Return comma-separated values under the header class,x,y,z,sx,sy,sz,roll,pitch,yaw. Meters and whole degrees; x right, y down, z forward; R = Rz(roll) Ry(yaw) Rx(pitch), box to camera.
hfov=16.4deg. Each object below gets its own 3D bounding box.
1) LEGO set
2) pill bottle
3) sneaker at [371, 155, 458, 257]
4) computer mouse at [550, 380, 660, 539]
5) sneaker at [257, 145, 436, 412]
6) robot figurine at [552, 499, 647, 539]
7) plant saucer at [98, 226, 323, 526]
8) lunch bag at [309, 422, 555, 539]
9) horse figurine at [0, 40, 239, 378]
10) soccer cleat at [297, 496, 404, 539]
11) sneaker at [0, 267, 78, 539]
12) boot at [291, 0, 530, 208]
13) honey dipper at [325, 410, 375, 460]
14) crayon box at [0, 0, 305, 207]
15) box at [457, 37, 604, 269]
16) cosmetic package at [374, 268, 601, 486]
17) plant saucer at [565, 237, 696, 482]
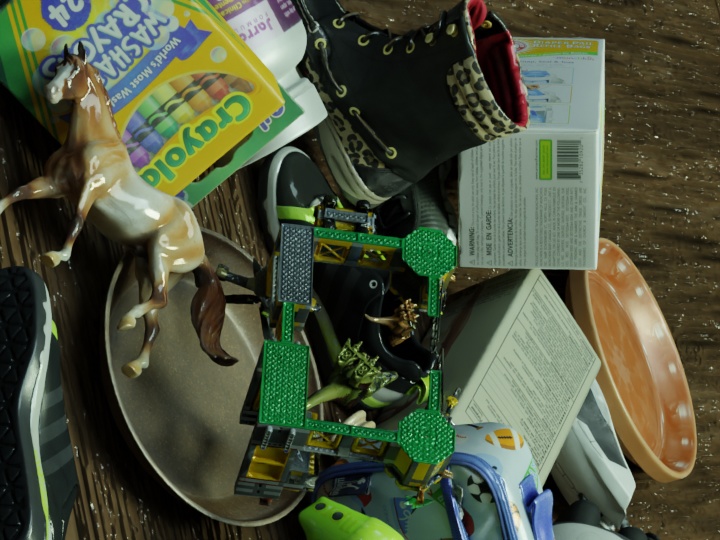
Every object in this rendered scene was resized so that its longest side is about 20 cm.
class,x,y,z,sx,sy,sz,roll,pitch,yaw
LEGO set,-0.012,0.067,1.571,0.153,0.116,0.201,1,59,-13
pill bottle,-0.104,-0.171,1.661,0.201,0.112,0.112,60,36,-8
sneaker,0.025,-0.066,1.817,0.090,0.066,0.201,39,40,-30
computer mouse,0.171,0.163,1.873,0.044,0.110,0.201,-11,66,-25
sneaker,0.000,0.000,1.728,0.072,0.083,0.201,-23,90,-55
robot figurine,0.144,0.259,1.744,0.201,0.149,0.125,-70,154,-45
plant saucer,-0.102,0.070,1.597,0.200,0.037,0.202,28,52,-42
lunch bag,0.058,0.194,1.614,0.075,0.159,0.201,-35,113,-53
horse figurine,-0.145,-0.024,1.524,0.200,0.050,0.133,46,45,-20
soccer cleat,-0.006,0.221,1.568,0.067,0.081,0.201,-36,144,-33
sneaker,-0.202,0.099,1.432,0.083,0.071,0.201,54,30,-60
boot,0.022,-0.156,1.720,0.073,0.150,0.201,-22,92,-56
honey dipper,0.052,0.180,1.677,0.200,0.038,0.038,49,34,12
crayon box,-0.139,-0.121,1.571,0.200,0.126,0.052,47,9,-26
box,0.129,-0.091,1.853,0.200,0.101,0.113,-76,166,-64
cosmetic package,0.088,0.097,1.786,0.104,0.087,0.200,57,36,-17
plant saucer,0.211,0.073,1.979,0.200,0.032,0.201,49,28,-38
